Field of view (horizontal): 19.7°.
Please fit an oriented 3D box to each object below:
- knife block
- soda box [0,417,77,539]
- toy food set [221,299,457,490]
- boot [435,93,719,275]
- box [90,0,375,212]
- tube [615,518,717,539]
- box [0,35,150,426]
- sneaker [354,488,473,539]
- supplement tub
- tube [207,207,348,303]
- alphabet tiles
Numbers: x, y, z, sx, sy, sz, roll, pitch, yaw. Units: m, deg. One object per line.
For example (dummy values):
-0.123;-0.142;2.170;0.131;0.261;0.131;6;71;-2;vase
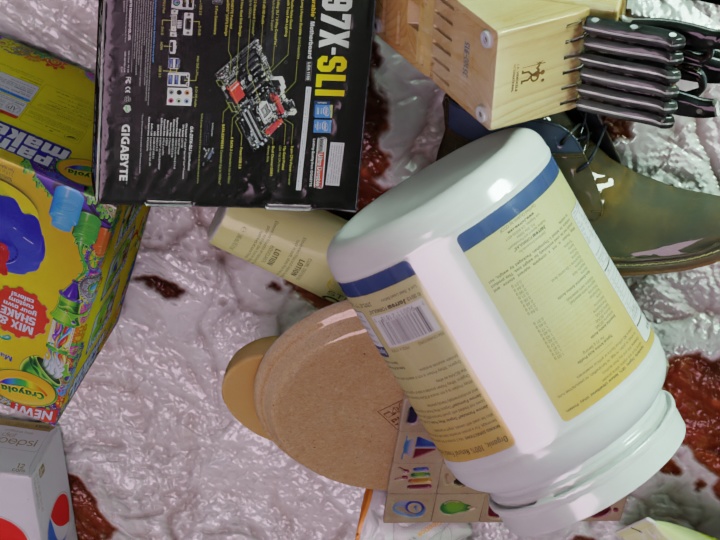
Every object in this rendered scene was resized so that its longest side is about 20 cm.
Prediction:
0.122;-0.148;1.204;0.174;0.200;0.064;-16;129;-27;knife block
-0.252;0.207;1.549;0.068;0.064;0.201;6;125;12;soda box
0.025;0.077;1.354;0.197;0.049;0.200;28;128;-29;toy food set
0.136;-0.057;1.243;0.198;0.075;0.098;5;127;16;boot
-0.074;-0.136;1.207;0.158;0.049;0.202;0;110;-12;box
0.269;0.214;1.392;0.199;0.052;0.058;26;123;-1;tube
-0.247;-0.038;1.345;0.199;0.122;0.193;22;128;2;box
0.044;0.236;1.474;0.091;0.076;0.201;5;126;8;sneaker
0.087;0.036;1.193;0.144;0.144;0.201;-25;101;30;supplement tub
0.000;0.000;1.341;0.199;0.058;0.052;26;84;-11;tube
0.106;0.102;1.345;0.166;0.008;0.201;1;137;-7;alphabet tiles
